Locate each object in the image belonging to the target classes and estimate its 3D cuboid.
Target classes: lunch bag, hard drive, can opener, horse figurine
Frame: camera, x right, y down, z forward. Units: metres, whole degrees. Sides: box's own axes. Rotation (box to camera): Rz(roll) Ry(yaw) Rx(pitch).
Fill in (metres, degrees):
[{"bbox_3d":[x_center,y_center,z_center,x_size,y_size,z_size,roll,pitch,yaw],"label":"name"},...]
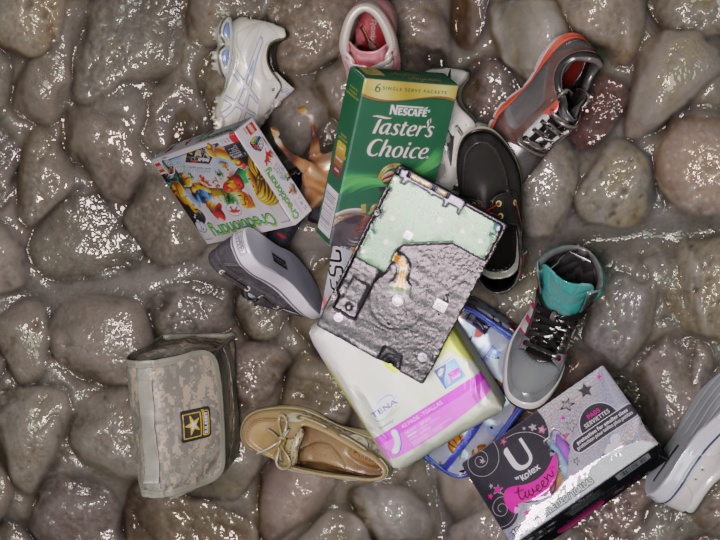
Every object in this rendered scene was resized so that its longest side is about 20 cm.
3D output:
[{"bbox_3d":[-0.214,0.169,1.690,0.116,0.200,0.166,-1,98,10],"label":"lunch bag"},{"bbox_3d":[0.127,0.138,1.692,0.160,0.076,0.201,36,104,1],"label":"lunch bag"},{"bbox_3d":[0.056,0.004,1.557,0.139,0.038,0.201,27,101,4],"label":"hard drive"},{"bbox_3d":[-0.089,-0.050,1.704,0.078,0.063,0.201,36,102,2],"label":"can opener"},{"bbox_3d":[-0.016,-0.138,1.612,0.198,0.050,0.133,-22,126,-3],"label":"horse figurine"}]

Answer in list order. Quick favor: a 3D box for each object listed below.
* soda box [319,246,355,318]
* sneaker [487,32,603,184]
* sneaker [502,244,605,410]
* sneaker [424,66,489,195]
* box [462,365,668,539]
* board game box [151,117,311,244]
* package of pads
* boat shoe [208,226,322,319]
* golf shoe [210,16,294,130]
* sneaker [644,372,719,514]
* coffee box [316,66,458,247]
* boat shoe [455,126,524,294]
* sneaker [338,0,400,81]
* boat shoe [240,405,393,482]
[{"bbox_3d":[0.000,0.000,1.691,0.063,0.068,0.202,13,100,16],"label":"soda box"},{"bbox_3d":[0.208,-0.175,1.613,0.077,0.082,0.201,21,104,-27],"label":"sneaker"},{"bbox_3d":[0.219,0.051,1.590,0.083,0.121,0.201,20,64,10],"label":"sneaker"},{"bbox_3d":[0.109,-0.138,1.651,0.088,0.074,0.202,-7,98,13],"label":"sneaker"},{"bbox_3d":[0.236,0.218,1.629,0.199,0.132,0.115,-36,68,5],"label":"box"},{"bbox_3d":[-0.153,-0.101,1.646,0.199,0.035,0.127,-10,119,54],"label":"board game box"},{"bbox_3d":[0.051,0.110,1.627,0.154,0.068,0.201,-32,90,13],"label":"package of pads"},{"bbox_3d":[-0.111,0.014,1.664,0.066,0.200,0.070,-24,62,17],"label":"boat shoe"},{"bbox_3d":[-0.127,-0.199,1.685,0.096,0.078,0.202,2,100,3],"label":"golf shoe"},{"bbox_3d":[0.414,0.196,1.660,0.070,0.073,0.201,29,107,-16],"label":"sneaker"},{"bbox_3d":[0.029,-0.123,1.574,0.122,0.044,0.202,2,115,-27],"label":"coffee box"},{"bbox_3d":[0.151,-0.067,1.621,0.073,0.063,0.203,-7,122,8],"label":"boat shoe"},{"bbox_3d":[0.013,-0.216,1.641,0.075,0.105,0.202,-2,99,9],"label":"sneaker"},{"bbox_3d":[-0.055,0.214,1.739,0.198,0.063,0.074,9,101,9],"label":"boat shoe"}]
